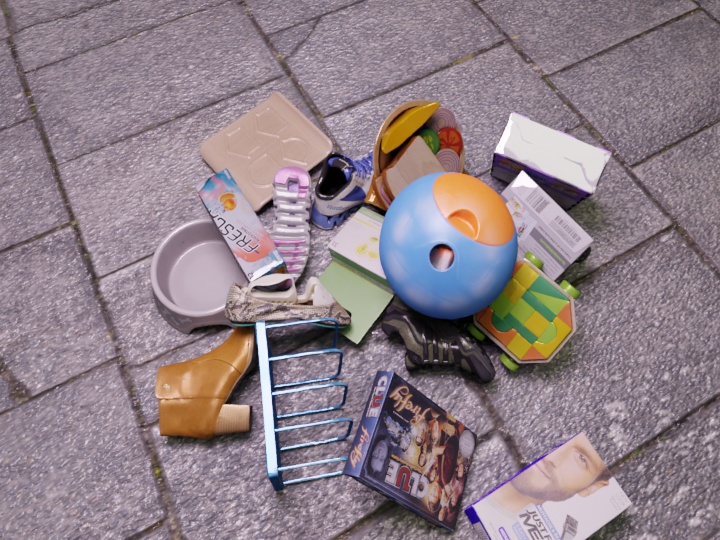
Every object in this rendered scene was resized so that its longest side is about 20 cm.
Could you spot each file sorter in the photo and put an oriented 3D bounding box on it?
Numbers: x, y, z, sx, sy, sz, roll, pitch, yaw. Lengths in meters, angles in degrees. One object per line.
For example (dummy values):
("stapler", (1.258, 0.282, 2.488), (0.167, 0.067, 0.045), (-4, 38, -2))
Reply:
("file sorter", (-0.078, 0.186, 0.760), (0.119, 0.140, 0.205), (-6, 63, -9))

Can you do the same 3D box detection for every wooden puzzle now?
("wooden puzzle", (-0.177, -0.223, 1.015), (0.199, 0.047, 0.185), (-41, 71, -15))

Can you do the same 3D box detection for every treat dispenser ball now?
("treat dispenser ball", (0.123, -0.035, 0.760), (0.194, 0.202, 0.207), (1, 63, -1))

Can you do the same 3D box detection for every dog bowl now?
("dog bowl", (-0.255, 0.003, 0.889), (0.193, 0.059, 0.206), (1, 62, -1))

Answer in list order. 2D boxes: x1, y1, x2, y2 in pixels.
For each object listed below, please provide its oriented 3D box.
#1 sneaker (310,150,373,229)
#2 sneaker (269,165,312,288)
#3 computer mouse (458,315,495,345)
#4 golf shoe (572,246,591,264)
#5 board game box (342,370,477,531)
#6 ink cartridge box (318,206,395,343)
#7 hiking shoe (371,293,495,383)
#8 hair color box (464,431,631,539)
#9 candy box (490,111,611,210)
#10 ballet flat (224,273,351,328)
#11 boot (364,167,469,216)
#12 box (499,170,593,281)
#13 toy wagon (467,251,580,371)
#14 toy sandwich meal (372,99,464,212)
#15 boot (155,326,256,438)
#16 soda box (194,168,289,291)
("sneaker", (-0.008, -0.165, 0.948), (0.198, 0.116, 0.081), (-39, 71, -19))
("sneaker", (-0.118, -0.070, 0.922), (0.078, 0.088, 0.207), (7, 85, 2))
("computer mouse", (0.148, 0.053, 0.895), (0.199, 0.034, 0.059), (43, 78, 11))
("golf shoe", (0.288, -0.023, 0.917), (0.194, 0.094, 0.080), (-8, 91, 20))
("board game box", (0.075, 0.245, 0.721), (0.199, 0.034, 0.138), (39, 60, -30))
("ink cartridge box", (0.000, 0.000, 0.882), (0.143, 0.049, 0.201), (28, 64, 31))
("hiking shoe", (0.116, 0.123, 0.839), (0.198, 0.076, 0.102), (37, 97, 12))
("hair color box", (0.256, 0.327, 0.739), (0.196, 0.065, 0.111), (-26, 66, -16))
("candy box", (0.313, -0.180, 0.915), (0.164, 0.200, 0.073), (26, 95, 11))
("ballet flat", (-0.099, 0.044, 0.788), (0.194, 0.068, 0.078), (4, 105, -21))
("boot", (0.102, -0.147, 0.969), (0.197, 0.070, 0.148), (18, 93, -32))
("box", (0.245, -0.030, 0.863), (0.156, 0.041, 0.201), (46, 105, 15))
("toy wagon", (0.231, 0.048, 0.827), (0.199, 0.039, 0.157), (42, 104, 15))
("toy sandwich meal", (0.103, -0.180, 0.883), (0.199, 0.070, 0.212), (-6, 104, -25))
("boot", (-0.229, 0.142, 0.800), (0.139, 0.071, 0.208), (3, 70, -5))
("soda box", (-0.187, -0.060, 0.849), (0.063, 0.069, 0.202), (-30, 68, -13))
